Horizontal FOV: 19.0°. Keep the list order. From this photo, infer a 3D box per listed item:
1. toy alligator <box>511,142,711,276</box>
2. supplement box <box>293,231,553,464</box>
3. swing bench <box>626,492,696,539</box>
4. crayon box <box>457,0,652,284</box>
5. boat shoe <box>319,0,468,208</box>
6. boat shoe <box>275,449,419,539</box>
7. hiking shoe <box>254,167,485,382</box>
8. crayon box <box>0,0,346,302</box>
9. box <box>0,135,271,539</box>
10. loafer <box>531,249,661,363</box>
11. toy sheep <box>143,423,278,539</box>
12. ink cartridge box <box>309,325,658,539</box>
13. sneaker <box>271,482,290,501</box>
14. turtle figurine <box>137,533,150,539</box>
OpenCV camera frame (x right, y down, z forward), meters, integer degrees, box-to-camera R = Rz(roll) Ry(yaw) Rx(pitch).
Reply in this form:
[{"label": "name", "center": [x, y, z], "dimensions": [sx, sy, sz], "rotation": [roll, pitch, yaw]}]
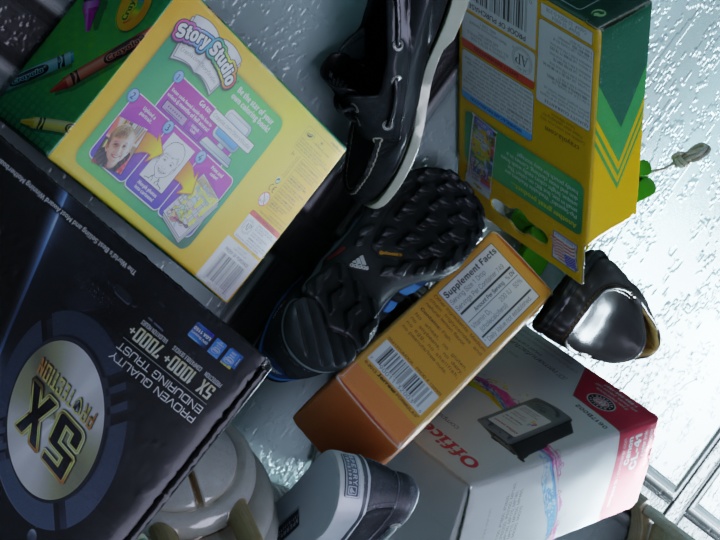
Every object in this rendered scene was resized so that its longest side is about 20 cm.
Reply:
[{"label": "toy alligator", "center": [0.168, -0.059, 1.538], "dimensions": [0.199, 0.059, 0.055], "rotation": [-35, 99, -24]}, {"label": "supplement box", "center": [0.044, 0.056, 1.424], "dimensions": [0.200, 0.069, 0.067], "rotation": [-38, 175, -43]}, {"label": "swing bench", "center": [0.237, 0.325, 1.793], "dimensions": [0.199, 0.199, 0.130], "rotation": [-30, 138, -28]}, {"label": "crayon box", "center": [0.121, -0.107, 1.382], "dimensions": [0.051, 0.126, 0.201], "rotation": [-29, 138, -30]}, {"label": "boat shoe", "center": [0.010, -0.123, 1.298], "dimensions": [0.066, 0.075, 0.200], "rotation": [4, 134, -20]}, {"label": "boat shoe", "center": [-0.026, 0.174, 1.377], "dimensions": [0.067, 0.072, 0.200], "rotation": [12, 144, -23]}, {"label": "hiking shoe", "center": [0.000, 0.000, 1.392], "dimensions": [0.200, 0.075, 0.087], "rotation": [-40, -173, -37]}, {"label": "crayon box", "center": [-0.103, -0.079, 1.214], "dimensions": [0.119, 0.058, 0.200], "rotation": [-52, 143, -4]}, {"label": "box", "center": [-0.176, 0.045, 1.124], "dimensions": [0.200, 0.086, 0.164], "rotation": [41, 86, -14]}, {"label": "loafer", "center": [0.177, 0.032, 1.542], "dimensions": [0.073, 0.072, 0.200], "rotation": [-52, 167, 13]}, {"label": "toy sheep", "center": [-0.111, 0.154, 1.329], "dimensions": [0.137, 0.138, 0.201], "rotation": [-26, 145, -32]}, {"label": "ink cartridge box", "center": [0.089, 0.123, 1.512], "dimensions": [0.199, 0.147, 0.086], "rotation": [-13, 128, -43]}, {"label": "sneaker", "center": [-0.033, 0.221, 1.514], "dimensions": [0.105, 0.075, 0.200], "rotation": [-58, 148, -3]}, {"label": "turtle figurine", "center": [-0.190, 0.136, 1.250], "dimensions": [0.149, 0.101, 0.201], "rotation": [23, 118, -17]}]
